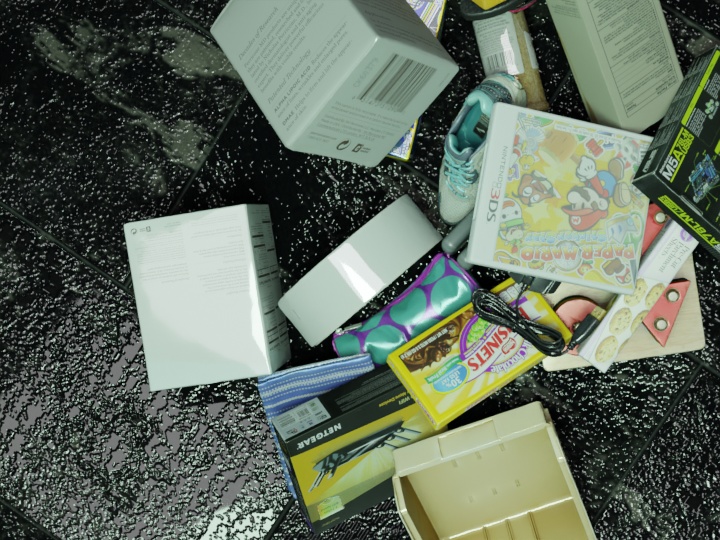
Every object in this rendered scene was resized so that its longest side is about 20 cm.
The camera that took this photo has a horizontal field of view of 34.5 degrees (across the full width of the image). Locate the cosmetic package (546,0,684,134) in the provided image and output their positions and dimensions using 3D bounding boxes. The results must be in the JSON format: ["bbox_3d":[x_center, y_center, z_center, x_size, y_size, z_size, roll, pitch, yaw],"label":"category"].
[{"bbox_3d":[0.294,-0.262,1.331,0.105,0.071,0.201,-34,121,-12],"label":"cosmetic package"}]

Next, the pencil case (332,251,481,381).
[{"bbox_3d":[0.058,0.062,1.428,0.200,0.085,0.093,-38,103,7],"label":"pencil case"}]

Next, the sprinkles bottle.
[{"bbox_3d":[0.172,-0.282,1.401,0.068,0.068,0.202,-14,92,7],"label":"sprinkles bottle"}]

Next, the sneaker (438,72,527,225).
[{"bbox_3d":[0.123,-0.139,1.380,0.077,0.086,0.201,32,124,23],"label":"sneaker"}]

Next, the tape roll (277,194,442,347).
[{"bbox_3d":[0.000,0.000,1.373,0.202,0.202,0.071,-40,90,7],"label":"tape roll"}]

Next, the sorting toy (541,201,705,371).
[{"bbox_3d":[0.306,0.014,1.404,0.198,0.070,0.201,-9,93,7],"label":"sorting toy"}]

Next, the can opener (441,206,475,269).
[{"bbox_3d":[0.179,-0.081,1.391,0.053,0.067,0.200,43,79,10],"label":"can opener"}]

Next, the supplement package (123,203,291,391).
[{"bbox_3d":[-0.182,0.029,1.420,0.150,0.151,0.202,-8,92,7],"label":"supplement package"}]

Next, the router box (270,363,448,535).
[{"bbox_3d":[0.007,0.206,1.390,0.199,0.052,0.158,-25,126,-14],"label":"router box"}]

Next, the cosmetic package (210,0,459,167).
[{"bbox_3d":[-0.031,-0.253,1.328,0.165,0.164,0.201,-47,60,25],"label":"cosmetic package"}]

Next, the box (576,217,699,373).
[{"bbox_3d":[0.323,0.026,1.348,0.041,0.039,0.201,35,97,2],"label":"box"}]

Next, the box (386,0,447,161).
[{"bbox_3d":[0.052,-0.238,1.420,0.069,0.064,0.202,14,96,6],"label":"box"}]

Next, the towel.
[{"bbox_3d":[-0.038,0.195,1.425,0.144,0.024,0.201,-13,125,1],"label":"towel"}]

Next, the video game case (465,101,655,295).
[{"bbox_3d":[0.229,-0.080,1.309,0.198,0.023,0.184,11,86,-10],"label":"video game case"}]

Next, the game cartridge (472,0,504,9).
[{"bbox_3d":[0.185,-0.380,1.329,0.199,0.176,0.033,-26,130,-9],"label":"game cartridge"}]

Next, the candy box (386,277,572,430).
[{"bbox_3d":[0.140,0.091,1.352,0.199,0.026,0.103,-31,73,-17],"label":"candy box"}]

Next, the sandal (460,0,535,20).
[{"bbox_3d":[0.188,-0.335,1.340,0.075,0.045,0.200,22,53,33],"label":"sandal"}]

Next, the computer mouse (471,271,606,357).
[{"bbox_3d":[0.232,-0.002,1.336,0.140,0.046,0.201,35,83,14],"label":"computer mouse"}]

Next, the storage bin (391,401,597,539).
[{"bbox_3d":[0.159,0.274,1.380,0.199,0.094,0.199,-20,128,8],"label":"storage bin"}]

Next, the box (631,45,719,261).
[{"bbox_3d":[0.425,-0.120,1.326,0.193,0.047,0.201,36,66,-12],"label":"box"}]
